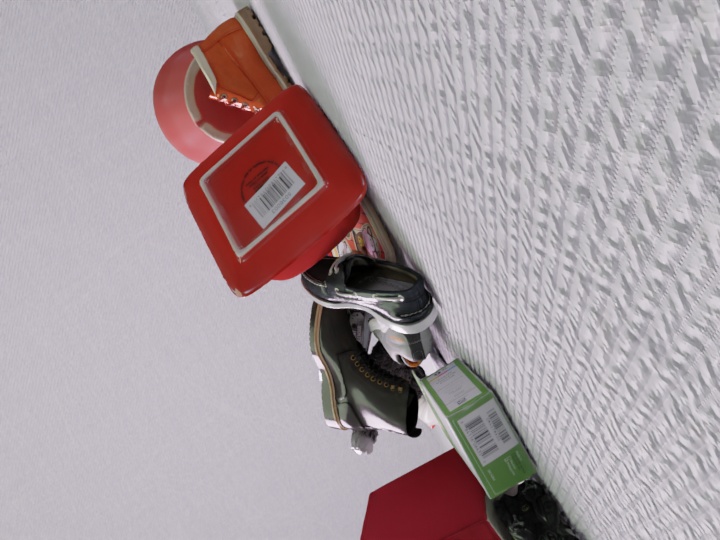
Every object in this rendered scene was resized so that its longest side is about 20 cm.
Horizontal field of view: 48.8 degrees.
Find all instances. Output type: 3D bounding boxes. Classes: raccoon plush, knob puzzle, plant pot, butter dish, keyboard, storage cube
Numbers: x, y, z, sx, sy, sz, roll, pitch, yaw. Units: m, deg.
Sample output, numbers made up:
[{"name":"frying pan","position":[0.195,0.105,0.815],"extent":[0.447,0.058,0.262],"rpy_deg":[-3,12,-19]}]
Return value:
[{"name":"raccoon plush","position":[0.045,0.151,1.140],"extent":[0.135,0.095,0.201],"rpy_deg":[89,-169,-47]},{"name":"knob puzzle","position":[-0.012,-0.035,1.007],"extent":[0.220,0.030,0.221],"rpy_deg":[54,156,37]},{"name":"plant pot","position":[-0.198,-0.251,1.165],"extent":[0.202,0.199,0.177],"rpy_deg":[60,168,-15]},{"name":"butter dish","position":[-0.081,-0.077,0.945],"extent":[0.200,0.199,0.148],"rpy_deg":[58,-168,32]},{"name":"keyboard","position":[0.137,0.177,1.241],"extent":[0.057,0.011,0.201],"rpy_deg":[58,176,39]},{"name":"storage cube","position":[0.118,0.341,0.950],"extent":[0.172,0.179,0.200],"rpy_deg":[54,-163,-12]}]

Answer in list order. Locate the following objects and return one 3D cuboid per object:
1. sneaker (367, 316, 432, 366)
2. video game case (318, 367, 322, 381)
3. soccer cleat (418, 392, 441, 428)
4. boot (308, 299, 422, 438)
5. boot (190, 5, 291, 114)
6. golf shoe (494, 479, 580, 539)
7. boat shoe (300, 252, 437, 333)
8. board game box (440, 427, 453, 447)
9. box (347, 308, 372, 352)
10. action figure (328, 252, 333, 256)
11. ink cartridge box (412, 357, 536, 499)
[{"name":"sneaker","position":[0.054,0.086,1.022],"extent":[0.200,0.073,0.080],"rpy_deg":[88,165,-83]},{"name":"video game case","position":[-0.040,0.049,1.305],"extent":[0.183,0.045,0.202],"rpy_deg":[88,-173,-46]},{"name":"soccer cleat","position":[0.125,0.195,1.153],"extent":[0.078,0.069,0.200],"rpy_deg":[65,169,-11]},{"name":"boot","position":[0.013,0.124,1.061],"extent":[0.137,0.077,0.202],"rpy_deg":[3,114,33]},{"name":"boot","position":[-0.142,-0.233,1.060],"extent":[0.201,0.107,0.075],"rpy_deg":[59,175,-10]},{"name":"golf shoe","position":[0.207,0.308,0.809],"extent":[0.095,0.077,0.201],"rpy_deg":[58,-171,-29]},{"name":"boat shoe","position":[0.002,0.010,0.913],"extent":[0.198,0.076,0.061],"rpy_deg":[14,139,37]},{"name":"board game box","position":[0.177,0.314,1.708],"extent":[0.135,0.029,0.200],"rpy_deg":[63,176,-37]},{"name":"box","position":[-0.001,0.089,1.221],"extent":[0.200,0.039,0.139],"rpy_deg":[-72,-8,-72]},{"name":"action figure","position":[0.000,0.000,1.154],"extent":[0.200,0.065,0.052],"rpy_deg":[-131,33,-49]},{"name":"ink cartridge box","position":[0.123,0.168,0.912],"extent":[0.105,0.059,0.200],"rpy_deg":[61,177,-9]}]
